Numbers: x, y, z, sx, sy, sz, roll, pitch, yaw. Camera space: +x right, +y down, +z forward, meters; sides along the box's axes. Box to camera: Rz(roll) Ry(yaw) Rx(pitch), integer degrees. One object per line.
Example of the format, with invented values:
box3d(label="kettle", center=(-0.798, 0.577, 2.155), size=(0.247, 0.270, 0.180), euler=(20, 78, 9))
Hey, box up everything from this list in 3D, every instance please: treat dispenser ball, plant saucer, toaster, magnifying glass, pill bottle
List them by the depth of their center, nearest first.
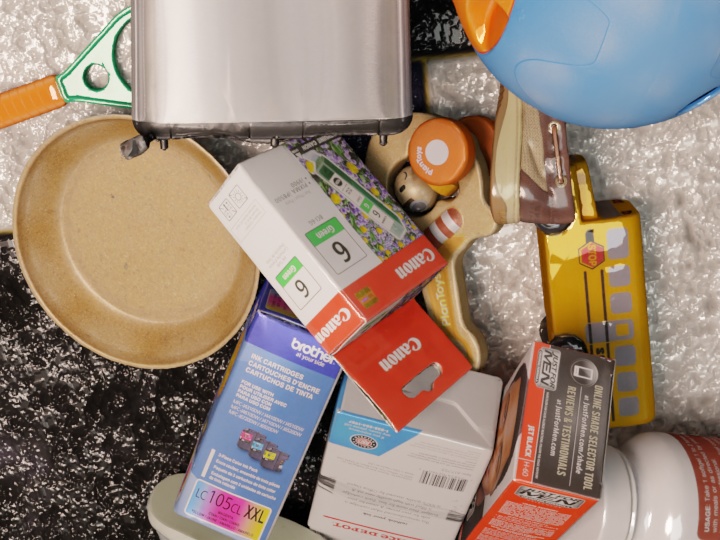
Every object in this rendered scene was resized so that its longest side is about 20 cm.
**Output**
box3d(label="treat dispenser ball", center=(0.150, -0.185, 0.683), size=(0.199, 0.201, 0.203), euler=(1, 106, 3))
box3d(label="toaster", center=(-0.063, -0.149, 0.770), size=(0.179, 0.200, 0.120), euler=(-3, 106, -6))
box3d(label="pill bottle", center=(0.250, 0.178, 0.870), size=(0.198, 0.112, 0.113), euler=(8, 106, -15))
box3d(label="magnifying glass", center=(-0.204, -0.143, 0.882), size=(0.198, 0.022, 0.080), euler=(-18, 104, 6))
box3d(label="plant saucer", center=(-0.165, -0.024, 0.887), size=(0.198, 0.035, 0.202), euler=(5, 113, 13))

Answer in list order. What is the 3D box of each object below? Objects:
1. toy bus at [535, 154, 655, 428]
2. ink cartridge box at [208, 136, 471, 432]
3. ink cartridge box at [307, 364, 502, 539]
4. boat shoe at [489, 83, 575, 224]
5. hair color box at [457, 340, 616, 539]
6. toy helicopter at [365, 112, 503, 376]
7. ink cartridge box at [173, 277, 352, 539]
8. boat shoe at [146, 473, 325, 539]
box3d(label="toy bus", center=(0.171, 0.014, 0.876), size=(0.077, 0.065, 0.202), euler=(-7, 105, 5))
box3d(label="ink cartridge box", center=(0.000, 0.000, 0.804), size=(0.200, 0.109, 0.050), euler=(50, 131, 7))
box3d(label="ink cartridge box", center=(0.027, 0.152, 0.897), size=(0.115, 0.068, 0.201), euler=(14, 137, 0))
box3d(label="boat shoe", center=(0.133, -0.128, 0.809), size=(0.071, 0.072, 0.202), euler=(5, 78, 14))
box3d(label="hair color box", center=(0.120, 0.139, 0.838), size=(0.061, 0.200, 0.102), euler=(14, 62, -1))
box3d(label="toy helicopter", center=(0.047, -0.015, 0.867), size=(0.131, 0.079, 0.202), euler=(-9, 94, 29))
box3d(label="ink cartridge box", center=(-0.061, 0.079, 0.872), size=(0.076, 0.137, 0.201), euler=(24, 105, -6))
box3d(label="boat shoe", center=(-0.082, 0.233, 0.932), size=(0.200, 0.070, 0.072), euler=(27, 144, 20))
